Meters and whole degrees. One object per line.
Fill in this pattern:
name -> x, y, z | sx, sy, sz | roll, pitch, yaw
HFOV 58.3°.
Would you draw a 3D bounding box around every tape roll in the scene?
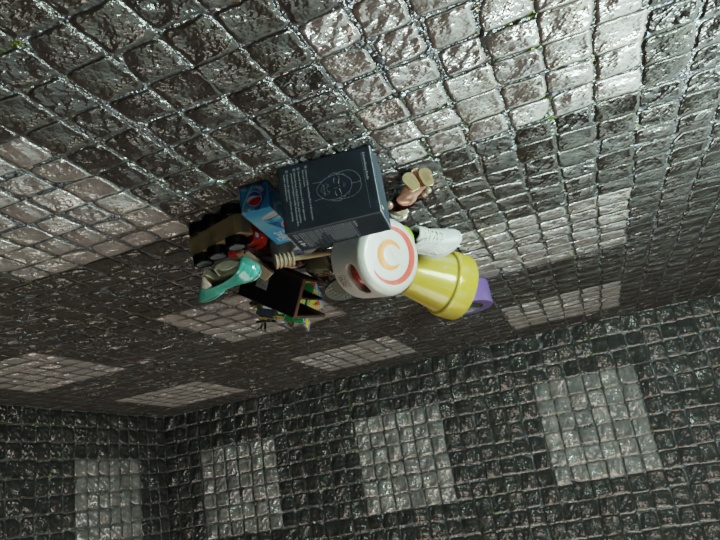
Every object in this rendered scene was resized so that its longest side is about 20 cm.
tape roll -> 0.365, 0.098, 2.304 | 0.200, 0.085, 0.200 | -9, 162, -3

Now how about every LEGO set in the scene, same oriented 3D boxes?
LEGO set -> -0.216, 0.104, 1.903 | 0.200, 0.154, 0.116 | 0, 161, 6

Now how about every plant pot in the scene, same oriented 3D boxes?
plant pot -> 0.213, 0.028, 1.891 | 0.189, 0.201, 0.201 | 15, 153, -21

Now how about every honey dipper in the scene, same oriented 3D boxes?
honey dipper -> -0.110, -0.039, 1.560 | 0.200, 0.038, 0.038 | -11, 162, -16

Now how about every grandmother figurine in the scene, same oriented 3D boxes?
grandmother figurine -> 0.105, -0.167, 1.466 | 0.121, 0.061, 0.200 | -10, 165, -19

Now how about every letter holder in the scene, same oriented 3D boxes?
letter holder -> -0.185, 0.045, 1.651 | 0.200, 0.101, 0.142 | 19, -173, 34

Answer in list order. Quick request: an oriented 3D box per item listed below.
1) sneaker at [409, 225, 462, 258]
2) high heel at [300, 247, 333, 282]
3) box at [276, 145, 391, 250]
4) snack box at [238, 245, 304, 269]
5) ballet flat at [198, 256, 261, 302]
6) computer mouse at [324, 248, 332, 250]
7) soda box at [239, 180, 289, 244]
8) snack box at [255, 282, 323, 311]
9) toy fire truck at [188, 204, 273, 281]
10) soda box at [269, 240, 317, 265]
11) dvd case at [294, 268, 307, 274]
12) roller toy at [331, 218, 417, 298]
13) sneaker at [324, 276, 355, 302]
sneaker -> 0.176, -0.081, 1.716 | 0.200, 0.078, 0.099 | -9, 158, -4
high heel -> -0.086, 0.004, 1.662 | 0.143, 0.071, 0.200 | 42, 172, -33
box -> -0.053, -0.144, 1.309 | 0.200, 0.149, 0.107 | -12, 161, 10
snack box -> -0.228, -0.035, 1.730 | 0.072, 0.024, 0.200 | -21, 158, 36
ballet flat -> -0.316, 0.013, 1.471 | 0.200, 0.067, 0.070 | -22, 129, 31
computer mouse -> -0.041, -0.041, 1.787 | 0.200, 0.034, 0.059 | -7, 160, -8
soda box -> -0.195, -0.124, 1.429 | 0.068, 0.064, 0.200 | -13, 161, 12
snack box -> -0.226, 0.096, 2.042 | 0.200, 0.068, 0.169 | -8, 162, 2
toy fire truck -> -0.273, -0.054, 1.511 | 0.176, 0.129, 0.200 | -23, 162, 33
soda box -> -0.147, -0.077, 1.579 | 0.063, 0.068, 0.200 | 2, 158, -36
dvd case -> -0.115, 0.003, 1.845 | 0.200, 0.018, 0.143 | -11, 171, 21
roller toy -> 0.028, -0.027, 1.529 | 0.200, 0.183, 0.140 | 12, 168, -36
sneaker -> 0.001, 0.001, 1.729 | 0.202, 0.077, 0.146 | -30, -165, 26
